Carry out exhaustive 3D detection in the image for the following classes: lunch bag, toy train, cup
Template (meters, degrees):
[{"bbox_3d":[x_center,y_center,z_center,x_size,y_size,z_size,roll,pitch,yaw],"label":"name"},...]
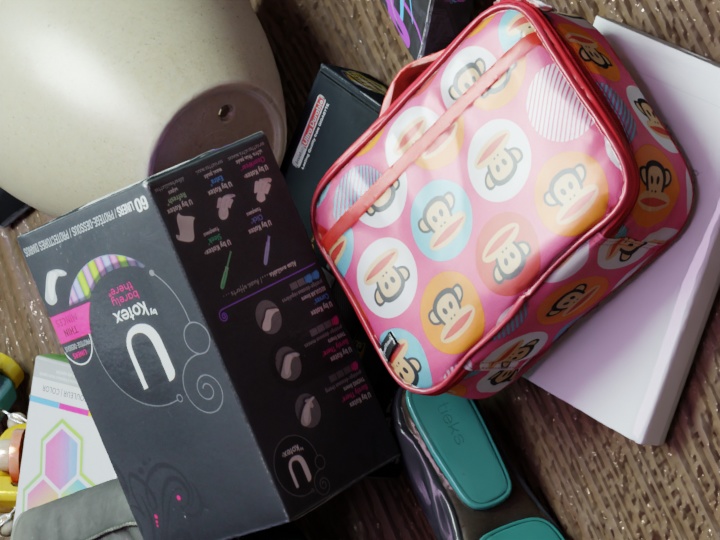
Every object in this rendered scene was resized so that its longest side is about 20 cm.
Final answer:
[{"bbox_3d":[0.069,-0.047,1.394,0.200,0.082,0.177,-45,60,28],"label":"lunch bag"},{"bbox_3d":[-0.282,0.128,1.754,0.056,0.149,0.201,85,163,-53],"label":"toy train"},{"bbox_3d":[-0.125,-0.098,1.569,0.143,0.199,0.201,39,113,43],"label":"cup"}]

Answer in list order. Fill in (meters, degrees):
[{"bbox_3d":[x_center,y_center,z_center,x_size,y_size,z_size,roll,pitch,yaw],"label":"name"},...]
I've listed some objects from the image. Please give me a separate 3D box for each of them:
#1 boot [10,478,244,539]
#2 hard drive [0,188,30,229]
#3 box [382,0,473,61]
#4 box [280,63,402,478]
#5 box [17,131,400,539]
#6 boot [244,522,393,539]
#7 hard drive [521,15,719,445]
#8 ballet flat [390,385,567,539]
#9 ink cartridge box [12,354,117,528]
[{"bbox_3d":[-0.151,0.136,1.567,0.200,0.072,0.183,-26,68,57],"label":"boot"},{"bbox_3d":[-0.253,-0.147,1.830,0.135,0.042,0.201,-33,62,40],"label":"hard drive"},{"bbox_3d":[0.018,-0.241,1.510,0.143,0.036,0.201,101,150,-54],"label":"box"},{"bbox_3d":[0.000,0.000,1.534,0.159,0.046,0.201,39,113,42],"label":"box"},{"bbox_3d":[-0.085,0.043,1.429,0.122,0.106,0.201,-21,94,43],"label":"box"},{"bbox_3d":[-0.030,0.190,1.489,0.168,0.076,0.201,48,144,37],"label":"boot"},{"bbox_3d":[0.146,-0.023,1.395,0.132,0.027,0.201,30,106,45],"label":"hard drive"},{"bbox_3d":[0.072,0.149,1.431,0.073,0.073,0.201,-45,60,33],"label":"ballet flat"},{"bbox_3d":[-0.176,0.163,1.693,0.103,0.059,0.202,10,93,46],"label":"ink cartridge box"}]
